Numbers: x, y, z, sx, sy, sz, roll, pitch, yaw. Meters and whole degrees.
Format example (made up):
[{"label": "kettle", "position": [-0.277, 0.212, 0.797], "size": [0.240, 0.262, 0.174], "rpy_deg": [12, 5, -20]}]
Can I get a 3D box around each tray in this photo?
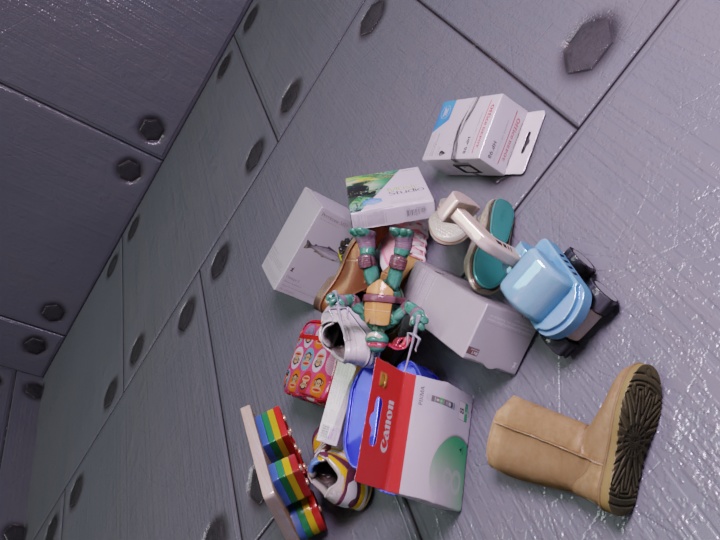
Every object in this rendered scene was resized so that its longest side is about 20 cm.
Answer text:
[{"label": "tray", "position": [0.040, 0.081, 1.155], "size": [0.099, 0.037, 0.203], "rpy_deg": [-41, -30, -60]}]

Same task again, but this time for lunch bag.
[{"label": "lunch bag", "position": [-0.055, 0.162, 1.325], "size": [0.199, 0.081, 0.179], "rpy_deg": [-4, 62, 59]}]

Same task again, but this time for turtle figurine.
[{"label": "turtle figurine", "position": [0.025, 0.042, 1.028], "size": [0.101, 0.147, 0.204], "rpy_deg": [58, -144, -81]}]

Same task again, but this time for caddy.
[{"label": "caddy", "position": [0.057, 0.232, 1.082], "size": [0.139, 0.105, 0.203], "rpy_deg": [-7, 60, 29]}]

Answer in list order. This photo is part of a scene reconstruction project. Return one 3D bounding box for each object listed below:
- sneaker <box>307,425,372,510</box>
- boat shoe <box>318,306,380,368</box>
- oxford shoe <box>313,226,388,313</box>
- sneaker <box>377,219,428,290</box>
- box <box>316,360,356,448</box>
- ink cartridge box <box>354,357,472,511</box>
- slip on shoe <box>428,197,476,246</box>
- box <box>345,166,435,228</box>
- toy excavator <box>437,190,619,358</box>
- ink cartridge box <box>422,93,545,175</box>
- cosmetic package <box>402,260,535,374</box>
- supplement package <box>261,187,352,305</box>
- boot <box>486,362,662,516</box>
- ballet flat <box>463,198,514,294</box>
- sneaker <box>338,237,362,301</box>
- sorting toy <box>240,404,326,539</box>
[{"label": "sneaker", "position": [-0.054, 0.317, 1.204], "size": [0.076, 0.089, 0.200], "rpy_deg": [-61, 31, 8]}, {"label": "boat shoe", "position": [-0.034, 0.101, 1.131], "size": [0.200, 0.065, 0.073], "rpy_deg": [-136, 55, -61]}, {"label": "oxford shoe", "position": [0.000, 0.000, 1.249], "size": [0.071, 0.071, 0.202], "rpy_deg": [33, 95, 26]}, {"label": "sneaker", "position": [0.085, -0.047, 1.246], "size": [0.105, 0.074, 0.201], "rpy_deg": [-57, 28, 24]}, {"label": "box", "position": [-0.025, 0.192, 1.196], "size": [0.041, 0.039, 0.203], "rpy_deg": [10, 78, 19]}, {"label": "ink cartridge box", "position": [0.079, 0.221, 0.956], "size": [0.049, 0.199, 0.164], "rpy_deg": [-5, 64, 35]}, {"label": "slip on shoe", "position": [0.145, -0.067, 1.121], "size": [0.200, 0.073, 0.062], "rpy_deg": [-63, -25, -72]}, {"label": "box", "position": [0.048, -0.130, 1.262], "size": [0.201, 0.142, 0.037], "rpy_deg": [-100, 1, -67]}, {"label": "toy excavator", "position": [0.205, -0.008, 0.915], "size": [0.100, 0.198, 0.196], "rpy_deg": [-50, 35, 23]}, {"label": "ink cartridge box", "position": [0.201, -0.225, 1.193], "size": [0.199, 0.066, 0.117], "rpy_deg": [12, 79, 59]}, {"label": "cosmetic package", "position": [0.150, 0.064, 1.042], "size": [0.199, 0.106, 0.091], "rpy_deg": [31, 100, 58]}, {"label": "supplement package", "position": [-0.101, -0.049, 1.498], "size": [0.202, 0.116, 0.117], "rpy_deg": [-59, 31, 13]}, {"label": "boot", "position": [0.245, 0.181, 0.858], "size": [0.199, 0.065, 0.178], "rpy_deg": [8, 76, 60]}, {"label": "ballet flat", "position": [0.188, -0.026, 1.063], "size": [0.062, 0.067, 0.201], "rpy_deg": [-47, 12, 47]}, {"label": "sneaker", "position": [0.009, 0.036, 1.333], "size": [0.086, 0.077, 0.202], "rpy_deg": [93, 165, -50]}, {"label": "sorting toy", "position": [-0.124, 0.353, 1.218], "size": [0.069, 0.201, 0.201], "rpy_deg": [-22, 38, -7]}]
